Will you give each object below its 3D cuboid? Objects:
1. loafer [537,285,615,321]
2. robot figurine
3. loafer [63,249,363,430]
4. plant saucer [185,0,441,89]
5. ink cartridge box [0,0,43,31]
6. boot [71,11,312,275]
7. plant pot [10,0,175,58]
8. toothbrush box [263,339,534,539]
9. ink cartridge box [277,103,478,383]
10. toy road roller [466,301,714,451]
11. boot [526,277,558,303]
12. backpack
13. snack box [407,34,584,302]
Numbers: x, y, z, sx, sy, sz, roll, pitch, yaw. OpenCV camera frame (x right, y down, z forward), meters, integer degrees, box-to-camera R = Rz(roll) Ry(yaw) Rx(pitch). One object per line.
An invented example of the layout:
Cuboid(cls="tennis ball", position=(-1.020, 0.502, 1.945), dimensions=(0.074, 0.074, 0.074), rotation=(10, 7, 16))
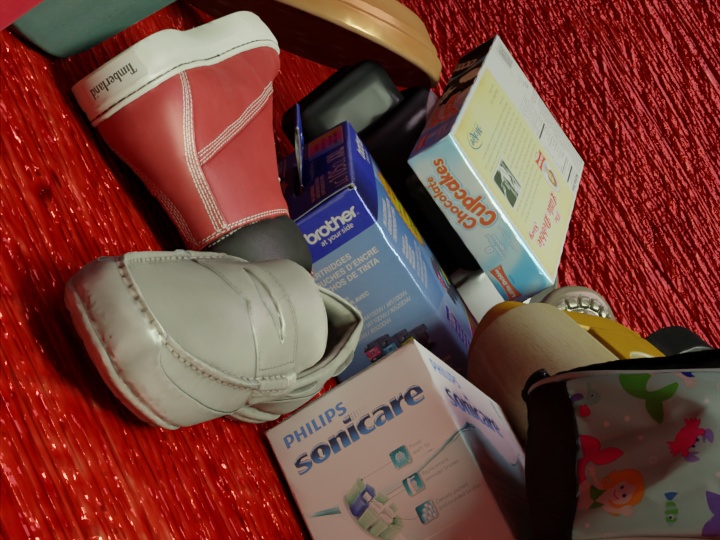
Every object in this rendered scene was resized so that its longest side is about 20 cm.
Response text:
Cuboid(cls="loafer", position=(0.105, 0.105, 0.909), dimensions=(0.075, 0.202, 0.068), rotation=(10, 7, -21))
Cuboid(cls="robot figurine", position=(0.029, -0.043, 1.016), dimensions=(0.201, 0.124, 0.151), rotation=(54, 26, -13))
Cuboid(cls="loafer", position=(-0.049, 0.020, 0.561), dimensions=(0.070, 0.069, 0.200), rotation=(61, 9, 11))
Cuboid(cls="plant saucer", position=(-0.034, -0.176, 1.000), dimensions=(0.198, 0.038, 0.200), rotation=(20, 0, 0))
Cuboid(cls="ink cartridge box", position=(-0.152, -0.152, 0.320), dimensions=(0.200, 0.144, 0.145), rotation=(48, 14, -52))
Cuboid(cls="boot", position=(-0.060, -0.050, 0.739), dimensions=(0.145, 0.072, 0.200), rotation=(58, 17, -7))
Cuboid(cls="plant pot", position=(-0.093, -0.208, 0.649), dimensions=(0.201, 0.195, 0.200), rotation=(56, 9, -13))
Cuboid(cls="toothbrush box", position=(0.055, 0.149, 0.660), dimensions=(0.201, 0.085, 0.146), rotation=(64, 11, 24))
Cuboid(cls="ink cartridge box", position=(0.000, 0.000, 0.880), dimensions=(0.201, 0.076, 0.137), rotation=(54, 10, -19))
Cuboid(cls="toy road roller", position=(0.143, 0.112, 0.819), dimensions=(0.198, 0.147, 0.123), rotation=(14, 18, -31))
Cuboid(cls="boot", position=(0.106, 0.070, 1.051), dimensions=(0.200, 0.072, 0.184), rotation=(-56, 153, -77))
Cuboid(cls="backpack", position=(0.179, 0.102, 0.604), dimensions=(0.177, 0.198, 0.152), rotation=(42, 39, -59))
Cuboid(cls="snack box", position=(0.095, -0.072, 0.976), dimensions=(0.117, 0.037, 0.200), rotation=(53, 26, -14))
